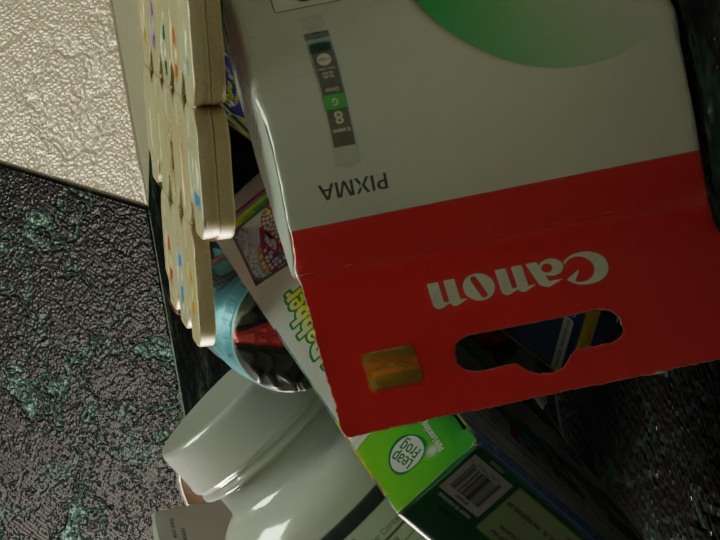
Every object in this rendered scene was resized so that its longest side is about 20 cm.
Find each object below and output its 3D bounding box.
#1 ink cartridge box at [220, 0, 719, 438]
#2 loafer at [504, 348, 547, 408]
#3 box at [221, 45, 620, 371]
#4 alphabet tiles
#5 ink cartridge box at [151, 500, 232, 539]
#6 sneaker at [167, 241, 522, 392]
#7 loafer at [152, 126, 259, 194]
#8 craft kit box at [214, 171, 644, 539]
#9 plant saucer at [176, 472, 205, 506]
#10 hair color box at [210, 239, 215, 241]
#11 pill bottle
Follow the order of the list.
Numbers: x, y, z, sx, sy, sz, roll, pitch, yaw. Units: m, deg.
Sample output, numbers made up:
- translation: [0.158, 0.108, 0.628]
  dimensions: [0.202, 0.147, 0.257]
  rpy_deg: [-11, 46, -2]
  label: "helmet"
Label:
- translation: [0.044, -0.048, 0.920]
  dimensions: [0.050, 0.161, 0.200]
  rpy_deg: [90, 166, -54]
  label: "ink cartridge box"
- translation: [0.041, 0.045, 1.306]
  dimensions: [0.200, 0.071, 0.073]
  rpy_deg: [154, 105, -81]
  label: "loafer"
- translation: [0.028, -0.050, 0.998]
  dimensions: [0.200, 0.064, 0.070]
  rpy_deg: [37, 152, 17]
  label: "box"
- translation: [-0.071, -0.075, 1.003]
  dimensions: [0.200, 0.015, 0.196]
  rpy_deg: [-139, 45, -76]
  label: "alphabet tiles"
- translation: [-0.001, 0.190, 1.329]
  dimensions: [0.088, 0.199, 0.146]
  rpy_deg: [-110, 12, -59]
  label: "ink cartridge box"
- translation: [0.000, 0.000, 1.146]
  dimensions: [0.095, 0.200, 0.080]
  rpy_deg: [24, 109, 45]
  label: "sneaker"
- translation: [-0.032, -0.097, 1.198]
  dimensions: [0.072, 0.200, 0.073]
  rpy_deg: [31, 143, 29]
  label: "loafer"
- translation: [0.044, 0.069, 1.007]
  dimensions: [0.200, 0.048, 0.198]
  rpy_deg: [42, -170, -40]
  label: "craft kit box"
- translation: [-0.007, 0.133, 1.428]
  dimensions: [0.200, 0.200, 0.032]
  rpy_deg: [91, -160, -48]
  label: "plant saucer"
- translation: [-0.053, -0.065, 1.295]
  dimensions: [0.111, 0.064, 0.201]
  rpy_deg: [-172, 72, -66]
  label: "hair color box"
- translation: [0.006, 0.126, 1.198]
  dimensions: [0.200, 0.120, 0.120]
  rpy_deg: [47, 174, -8]
  label: "pill bottle"
